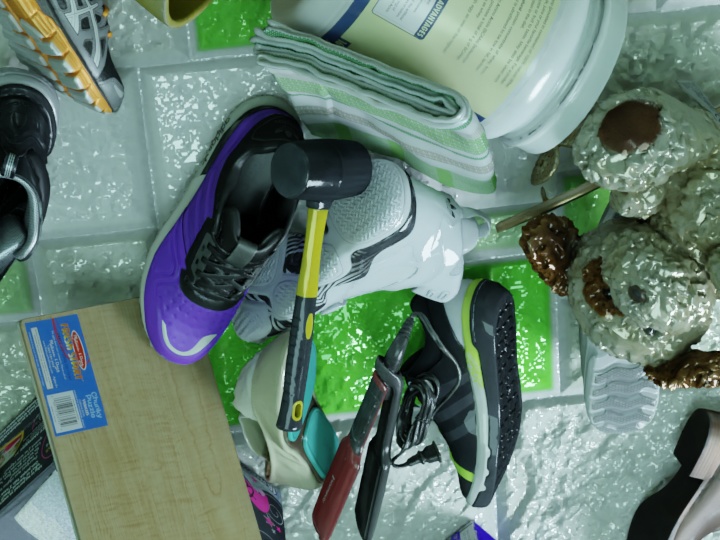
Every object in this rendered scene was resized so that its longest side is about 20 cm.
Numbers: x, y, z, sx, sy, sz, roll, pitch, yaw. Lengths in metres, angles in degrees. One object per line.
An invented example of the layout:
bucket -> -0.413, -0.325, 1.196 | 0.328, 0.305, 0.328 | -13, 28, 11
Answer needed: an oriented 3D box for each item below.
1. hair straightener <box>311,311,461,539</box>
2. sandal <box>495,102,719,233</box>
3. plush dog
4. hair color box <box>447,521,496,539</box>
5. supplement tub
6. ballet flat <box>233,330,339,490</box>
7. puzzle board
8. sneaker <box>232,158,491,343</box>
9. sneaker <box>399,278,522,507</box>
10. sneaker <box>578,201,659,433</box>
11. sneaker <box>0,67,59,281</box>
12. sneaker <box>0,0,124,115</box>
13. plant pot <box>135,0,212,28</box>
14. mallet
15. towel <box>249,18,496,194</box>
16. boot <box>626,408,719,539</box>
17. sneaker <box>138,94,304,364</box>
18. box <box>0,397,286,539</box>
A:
hair straightener -> 0.026, 0.117, 1.624 | 0.077, 0.041, 0.201 | 6, 119, -22
sandal -> 0.179, -0.099, 1.553 | 0.211, 0.078, 0.070 | -23, 89, -1
plush dog -> 0.208, -0.015, 1.486 | 0.200, 0.160, 0.172 | 41, 112, 3
hair color box -> 0.040, 0.300, 1.731 | 0.200, 0.109, 0.065 | -42, 116, 16
supplement tub -> 0.058, -0.174, 1.436 | 0.199, 0.145, 0.145 | 27, 114, -20
ballet flat -> -0.061, 0.102, 1.603 | 0.069, 0.070, 0.200 | -11, 146, 0
puzzle board -> -0.154, 0.119, 1.547 | 0.150, 0.201, 0.017 | -11, 171, -43
sneaker -> 0.000, 0.000, 1.566 | 0.115, 0.075, 0.200 | 16, 139, -36
sneaker -> 0.072, 0.083, 1.647 | 0.082, 0.072, 0.201 | 8, 122, 18
sneaker -> 0.184, 0.016, 1.597 | 0.074, 0.082, 0.201 | 2, 120, -12
sneaker -> -0.255, -0.032, 1.489 | 0.075, 0.114, 0.200 | 14, 130, -13
sneaker -> -0.199, -0.183, 1.446 | 0.077, 0.078, 0.200 | -47, 135, -20
plant pot -> -0.126, -0.269, 1.352 | 0.142, 0.200, 0.201 | 30, 115, 5
mallet -> -0.042, 0.009, 1.472 | 0.066, 0.041, 0.201 | 7, 98, -46
towel -> 0.013, -0.097, 1.435 | 0.149, 0.200, 0.031 | 23, 82, 13
boot -> 0.323, 0.203, 1.740 | 0.199, 0.064, 0.187 | 14, 120, -19
sneaker -> -0.093, -0.018, 1.517 | 0.069, 0.100, 0.201 | 19, 104, -20
box -> -0.166, 0.179, 1.633 | 0.132, 0.115, 0.200 | -42, 116, 17
